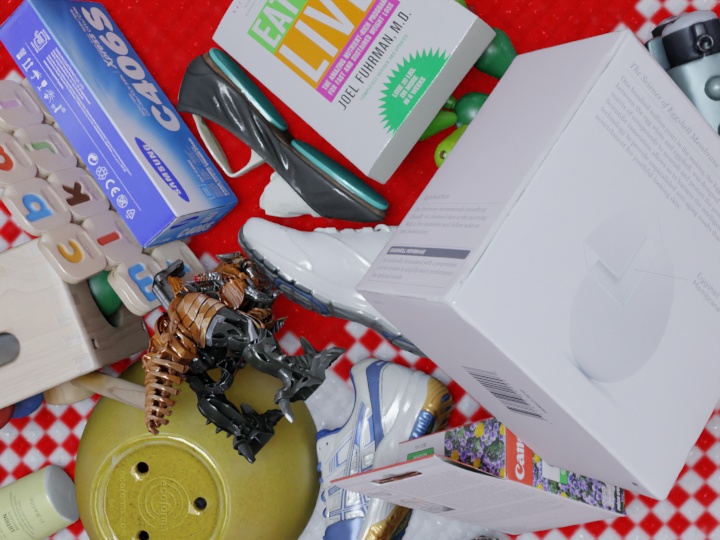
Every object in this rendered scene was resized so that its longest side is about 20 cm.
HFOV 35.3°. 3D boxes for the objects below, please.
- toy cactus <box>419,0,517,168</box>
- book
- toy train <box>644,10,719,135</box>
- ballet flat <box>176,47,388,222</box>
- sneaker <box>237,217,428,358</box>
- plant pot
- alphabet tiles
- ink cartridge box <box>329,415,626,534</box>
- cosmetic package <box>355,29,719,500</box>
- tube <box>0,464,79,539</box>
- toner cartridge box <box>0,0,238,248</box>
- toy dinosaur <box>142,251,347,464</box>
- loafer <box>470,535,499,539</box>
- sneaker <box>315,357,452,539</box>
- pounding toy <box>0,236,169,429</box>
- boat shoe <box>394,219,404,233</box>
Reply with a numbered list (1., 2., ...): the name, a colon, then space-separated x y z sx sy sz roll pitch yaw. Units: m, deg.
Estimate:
1. toy cactus: 0.106 -0.118 0.871 0.164 0.102 0.202 -13 89 -14
2. book: -0.011 -0.173 0.843 0.200 0.048 0.134 42 101 32
3. toy train: 0.264 -0.095 0.836 0.085 0.114 0.202 -16 91 4
4. ballet flat: -0.067 -0.089 0.890 0.200 0.068 0.069 43 104 12
5. sneaker: 0.000 0.000 0.890 0.199 0.075 0.088 23 79 -2
6. plant pot: -0.135 0.162 0.861 0.198 0.142 0.202 0 93 4
7. alphabet tiles: -0.196 -0.059 0.836 0.015 0.196 0.201 -37 90 24
8. ink cartridge box: 0.087 0.142 0.809 0.109 0.199 0.051 -23 54 43
9. cosmetic package: 0.142 -0.003 0.713 0.199 0.123 0.201 42 74 -22
10. tube: -0.324 0.224 0.925 0.199 0.052 0.058 -26 50 9
11. toner cartridge box: -0.183 -0.116 0.866 0.043 0.095 0.201 -38 84 25
12. toy dinosaur: -0.100 0.058 0.780 0.136 0.200 0.102 41 138 -4
13. loafer: 0.034 0.258 0.865 0.199 0.072 0.073 -32 47 -14
14. sneaker: -0.001 0.166 0.897 0.088 0.075 0.201 24 92 20
15. pounding toy: -0.237 0.059 0.842 0.199 0.184 0.143 -22 91 4
16. boat shoe: 0.123 -0.028 0.798 0.198 0.063 0.074 -10 72 -24
